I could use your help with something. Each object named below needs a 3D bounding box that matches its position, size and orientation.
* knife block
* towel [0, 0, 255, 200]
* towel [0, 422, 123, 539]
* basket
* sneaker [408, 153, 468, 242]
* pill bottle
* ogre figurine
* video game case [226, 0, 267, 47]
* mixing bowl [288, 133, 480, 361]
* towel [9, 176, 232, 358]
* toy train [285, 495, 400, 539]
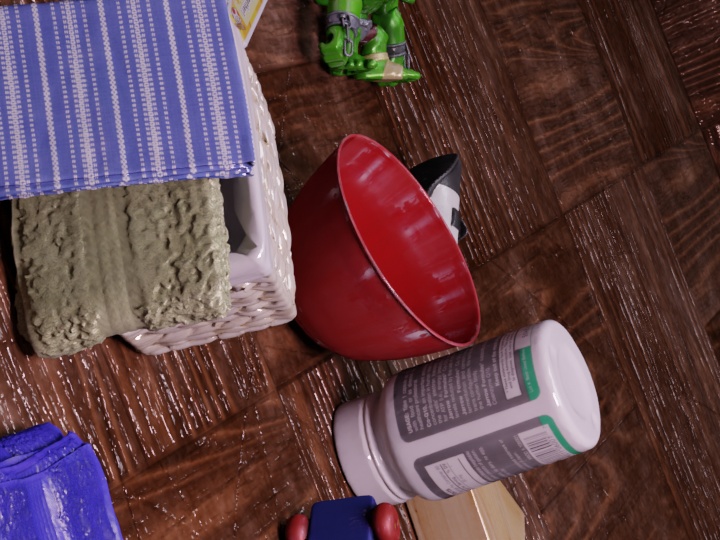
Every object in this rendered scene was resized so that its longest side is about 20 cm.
[{"bbox_3d":[0.079,0.206,1.883,0.176,0.064,0.200,52,27,-37],"label":"knife block"},{"bbox_3d":[-0.175,-0.112,1.401,0.024,0.200,0.145,105,-25,-61],"label":"towel"},{"bbox_3d":[-0.194,0.170,1.257,0.148,0.050,0.200,69,21,1],"label":"towel"},{"bbox_3d":[-0.123,-0.055,1.504,0.123,0.135,0.200,57,22,-63],"label":"basket"},{"bbox_3d":[0.061,-0.035,2.061,0.089,0.074,0.200,60,32,-24],"label":"sneaker"},{"bbox_3d":[0.086,0.123,1.785,0.113,0.200,0.113,51,28,-40],"label":"pill bottle"},{"bbox_3d":[0.003,-0.244,2.087,0.200,0.098,0.120,1,88,-52],"label":"ogre figurine"},{"bbox_3d":[-0.132,-0.307,1.899,0.182,0.023,0.200,60,22,-23],"label":"video game case"},{"bbox_3d":[0.000,0.000,1.796,0.200,0.108,0.200,46,24,-28],"label":"mixing bowl"},{"bbox_3d":[-0.159,-0.046,1.418,0.036,0.148,0.200,65,13,-64],"label":"towel"},{"bbox_3d":[-0.008,0.272,1.598,0.200,0.085,0.116,-84,160,-50],"label":"toy train"}]
